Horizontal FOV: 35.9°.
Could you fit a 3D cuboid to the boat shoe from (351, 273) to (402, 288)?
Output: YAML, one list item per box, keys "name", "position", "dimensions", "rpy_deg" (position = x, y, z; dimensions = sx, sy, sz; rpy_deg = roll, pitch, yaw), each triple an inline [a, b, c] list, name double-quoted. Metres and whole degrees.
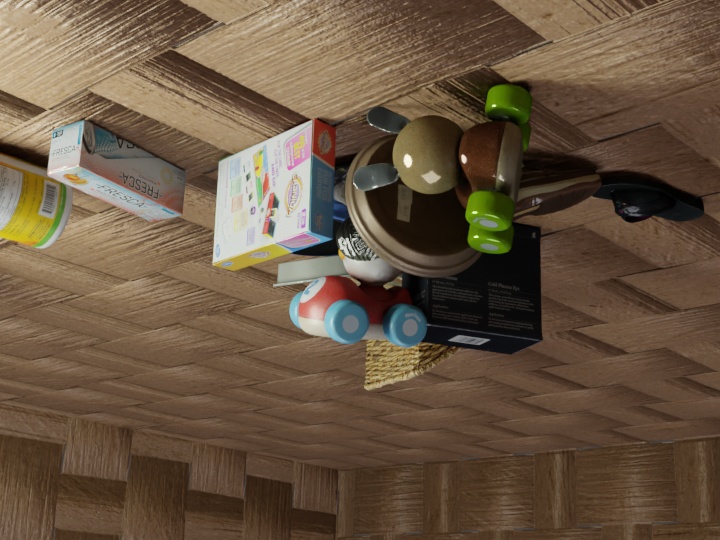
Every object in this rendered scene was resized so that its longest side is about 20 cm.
- name: "boat shoe"
  position: [0.065, 0.043, 1.968]
  dimensions: [0.198, 0.077, 0.072]
  rpy_deg: [6, 162, -12]

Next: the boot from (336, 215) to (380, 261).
- name: "boot"
  position: [0.081, -0.069, 1.531]
  dimensions: [0.180, 0.073, 0.200]
  rpy_deg: [-17, -178, 23]

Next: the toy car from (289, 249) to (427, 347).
- name: "toy car"
  position: [0.000, 0.000, 1.633]
  dimensions: [0.175, 0.202, 0.184]
  rpy_deg: [5, -179, -23]

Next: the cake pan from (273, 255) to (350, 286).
- name: "cake pan"
  position: [-0.045, -0.004, 1.804]
  dimensions: [0.198, 0.037, 0.200]
  rpy_deg: [-7, 180, 0]

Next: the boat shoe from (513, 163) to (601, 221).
- name: "boat shoe"
  position: [0.228, -0.116, 1.483]
  dimensions: [0.201, 0.075, 0.075]
  rpy_deg: [-15, 161, -24]

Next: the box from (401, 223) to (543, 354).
- name: "box"
  position: [0.172, 0.020, 1.718]
  dimensions: [0.198, 0.184, 0.104]
  rpy_deg: [10, 161, -19]

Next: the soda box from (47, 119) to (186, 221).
- name: "soda box"
  position: [-0.325, -0.131, 1.503]
  dimensions: [0.063, 0.069, 0.200]
  rpy_deg: [-10, 159, 31]

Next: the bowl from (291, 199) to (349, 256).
- name: "bowl"
  position: [-0.077, -0.068, 1.709]
  dimensions: [0.199, 0.040, 0.201]
  rpy_deg: [2, 162, 1]

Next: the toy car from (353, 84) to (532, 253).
- name: "toy car"
  position: [0.095, -0.130, 1.332]
  dimensions: [0.198, 0.166, 0.158]
  rpy_deg: [9, 163, 10]

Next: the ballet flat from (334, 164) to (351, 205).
- name: "ballet flat"
  position: [0.011, -0.117, 1.506]
  dimensions: [0.199, 0.073, 0.072]
  rpy_deg: [-13, 157, 39]

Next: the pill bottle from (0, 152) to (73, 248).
- name: "pill bottle"
  position: [-0.508, -0.109, 1.525]
  dimensions: [0.111, 0.112, 0.199]
  rpy_deg: [-15, 155, 42]

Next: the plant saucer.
- name: "plant saucer"
  position: [0.078, -0.087, 1.380]
  dimensions: [0.198, 0.202, 0.029]
  rpy_deg: [9, 153, -18]

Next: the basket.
- name: "basket"
  position: [0.112, 0.165, 2.217]
  dimensions: [0.142, 0.150, 0.200]
  rpy_deg: [13, 158, -30]

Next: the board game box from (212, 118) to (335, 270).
- name: "board game box"
  position: [-0.115, -0.095, 1.453]
  dimensions: [0.040, 0.155, 0.199]
  rpy_deg: [17, 157, -41]

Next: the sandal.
- name: "sandal"
  position: [0.409, -0.091, 1.566]
  dimensions: [0.199, 0.048, 0.075]
  rpy_deg: [12, 160, -28]
